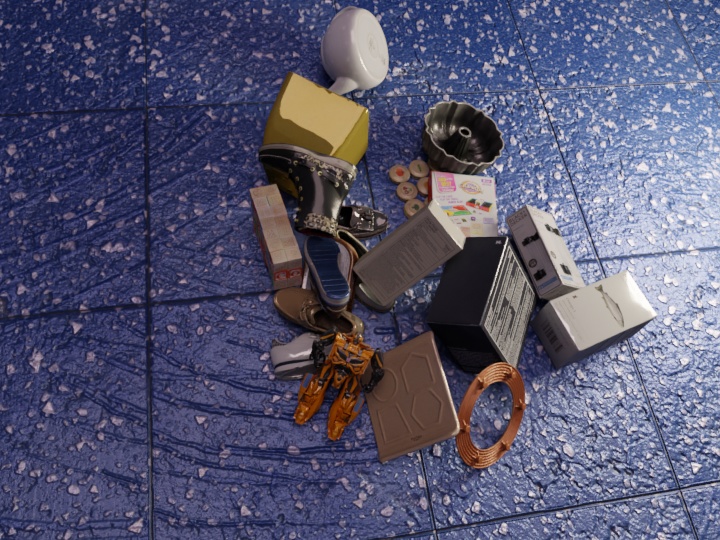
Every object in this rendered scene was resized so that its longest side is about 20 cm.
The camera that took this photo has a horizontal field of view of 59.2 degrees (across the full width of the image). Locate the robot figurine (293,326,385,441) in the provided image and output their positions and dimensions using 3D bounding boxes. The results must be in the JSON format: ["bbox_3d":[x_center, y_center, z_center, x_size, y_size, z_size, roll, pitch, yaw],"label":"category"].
[{"bbox_3d":[-0.041,0.205,1.165,0.144,0.058,0.201,24,105,0],"label":"robot figurine"}]

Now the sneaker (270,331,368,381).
[{"bbox_3d":[-0.077,0.156,1.240,0.198,0.077,0.081,-6,57,-11],"label":"sneaker"}]

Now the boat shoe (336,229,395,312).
[{"bbox_3d":[0.000,0.000,1.326,0.075,0.069,0.200,-35,73,-21],"label":"boat shoe"}]

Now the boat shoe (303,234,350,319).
[{"bbox_3d":[-0.072,0.010,1.214,0.072,0.073,0.201,0,40,-15],"label":"boat shoe"}]

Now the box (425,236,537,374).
[{"bbox_3d":[0.241,0.070,1.236,0.122,0.199,0.201,2,55,36],"label":"box"}]

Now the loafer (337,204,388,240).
[{"bbox_3d":[-0.033,-0.110,1.379,0.198,0.063,0.072,-1,64,-8],"label":"loafer"}]

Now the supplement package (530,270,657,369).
[{"bbox_3d":[0.478,0.102,1.308,0.198,0.118,0.118,-20,66,-16],"label":"supplement package"}]

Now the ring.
[{"bbox_3d":[0.247,0.270,1.172,0.200,0.201,0.019,-45,34,-24],"label":"ring"}]

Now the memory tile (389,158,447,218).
[{"bbox_3d":[0.162,-0.174,1.462,0.152,0.017,0.201,-14,66,-14],"label":"memory tile"}]

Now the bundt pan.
[{"bbox_3d":[0.231,-0.301,1.488,0.200,0.076,0.203,8,57,-13],"label":"bundt pan"}]

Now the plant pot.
[{"bbox_3d":[-0.112,-0.266,1.382,0.193,0.196,0.201,27,76,6],"label":"plant pot"}]

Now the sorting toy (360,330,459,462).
[{"bbox_3d":[0.089,0.236,1.183,0.036,0.184,0.202,20,50,-46],"label":"sorting toy"}]

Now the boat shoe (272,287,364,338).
[{"bbox_3d":[-0.087,0.079,1.224,0.198,0.065,0.072,19,84,18],"label":"boat shoe"}]

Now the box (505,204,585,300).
[{"bbox_3d":[0.399,-0.035,1.363,0.116,0.060,0.201,12,51,-43],"label":"box"}]

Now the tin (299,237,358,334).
[{"bbox_3d":[-0.068,0.030,1.282,0.111,0.042,0.202,4,79,20],"label":"tin"}]

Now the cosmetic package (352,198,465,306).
[{"bbox_3d":[0.093,-0.033,1.225,0.104,0.200,0.073,50,24,-7],"label":"cosmetic package"}]

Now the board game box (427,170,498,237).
[{"bbox_3d":[0.228,-0.122,1.413,0.151,0.040,0.202,6,63,-5],"label":"board game box"}]

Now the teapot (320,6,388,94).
[{"bbox_3d":[-0.031,-0.532,1.543,0.145,0.199,0.200,-5,24,31],"label":"teapot"}]

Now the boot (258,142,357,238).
[{"bbox_3d":[-0.120,-0.158,1.244,0.202,0.074,0.155,14,78,2],"label":"boot"}]

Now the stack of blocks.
[{"bbox_3d":[-0.172,-0.061,1.291,0.058,0.116,0.201,-13,55,-14],"label":"stack of blocks"}]
